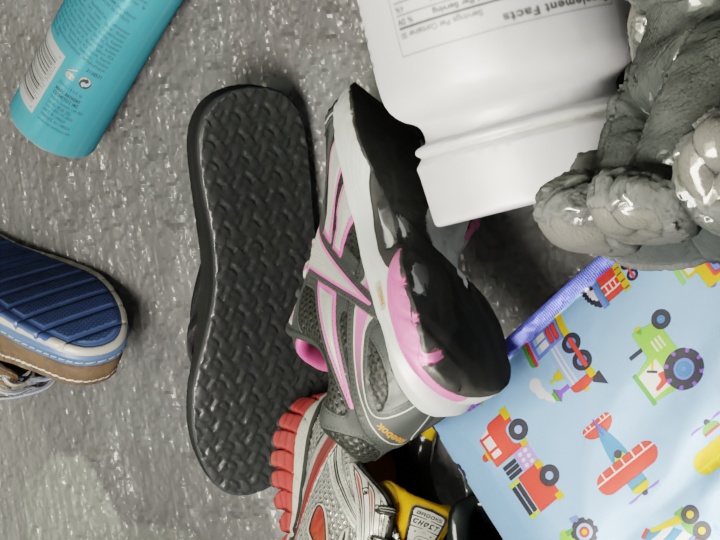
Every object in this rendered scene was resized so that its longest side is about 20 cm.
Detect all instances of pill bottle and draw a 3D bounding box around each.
[{"bbox_3d":[0.052,-0.126,1.005,0.113,0.113,0.201,-13,91,45],"label":"pill bottle"}]

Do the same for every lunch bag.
[{"bbox_3d":[0.147,0.056,0.987,0.200,0.094,0.151,-47,65,31],"label":"lunch bag"}]

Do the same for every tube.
[{"bbox_3d":[-0.116,-0.147,1.215,0.077,0.050,0.200,47,124,20],"label":"tube"}]

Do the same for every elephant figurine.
[{"bbox_3d":[0.137,-0.104,0.907,0.141,0.155,0.201,-2,78,30],"label":"elephant figurine"}]

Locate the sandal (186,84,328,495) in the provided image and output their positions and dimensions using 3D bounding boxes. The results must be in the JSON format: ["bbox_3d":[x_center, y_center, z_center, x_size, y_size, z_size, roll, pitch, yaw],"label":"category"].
[{"bbox_3d":[-0.053,0.009,1.185,0.048,0.075,0.202,-166,76,-68],"label":"sandal"}]

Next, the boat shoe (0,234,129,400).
[{"bbox_3d":[-0.191,0.030,1.321,0.200,0.072,0.073,28,124,48],"label":"boat shoe"}]

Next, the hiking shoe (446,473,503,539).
[{"bbox_3d":[0.078,0.180,1.028,0.200,0.074,0.087,-123,11,-48],"label":"hiking shoe"}]

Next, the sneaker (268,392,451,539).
[{"bbox_3d":[0.000,0.137,1.105,0.082,0.078,0.201,-25,52,38],"label":"sneaker"}]

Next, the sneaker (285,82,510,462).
[{"bbox_3d":[0.000,0.000,1.049,0.086,0.080,0.200,-41,31,25],"label":"sneaker"}]
